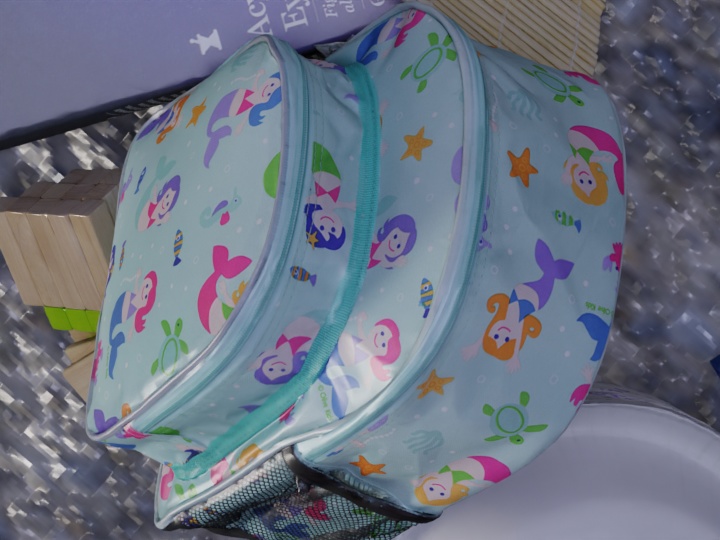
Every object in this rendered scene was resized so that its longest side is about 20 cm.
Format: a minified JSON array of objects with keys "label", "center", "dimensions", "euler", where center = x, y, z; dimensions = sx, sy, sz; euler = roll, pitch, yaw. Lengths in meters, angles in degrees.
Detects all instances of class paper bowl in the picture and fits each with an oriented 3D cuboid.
[{"label":"paper bowl","center":[0.086,0.147,1.035],"dimensions":[0.200,0.104,0.201],"euler":[-1,97,-9]}]

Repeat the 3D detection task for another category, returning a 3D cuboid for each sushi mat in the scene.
[{"label":"sushi mat","center":[0.031,-0.135,1.003],"dimensions":[0.012,0.200,0.096],"euler":[-13,55,39]}]

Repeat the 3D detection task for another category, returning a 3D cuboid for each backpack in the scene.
[{"label":"backpack","center":[0.000,0.000,0.955],"dimensions":[0.150,0.200,0.178],"euler":[25,57,-32]}]

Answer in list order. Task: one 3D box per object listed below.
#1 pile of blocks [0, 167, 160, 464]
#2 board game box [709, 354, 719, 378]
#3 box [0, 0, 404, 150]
[{"label":"pile of blocks","center":[-0.066,0.034,1.081],"dimensions":[0.200,0.082,0.062],"euler":[53,50,-10]},{"label":"board game box","center":[0.266,0.050,1.073],"dimensions":[0.200,0.045,0.152],"euler":[-31,91,3]},{"label":"box","center":[-0.089,-0.138,1.042],"dimensions":[0.200,0.104,0.148],"euler":[-17,93,2]}]
